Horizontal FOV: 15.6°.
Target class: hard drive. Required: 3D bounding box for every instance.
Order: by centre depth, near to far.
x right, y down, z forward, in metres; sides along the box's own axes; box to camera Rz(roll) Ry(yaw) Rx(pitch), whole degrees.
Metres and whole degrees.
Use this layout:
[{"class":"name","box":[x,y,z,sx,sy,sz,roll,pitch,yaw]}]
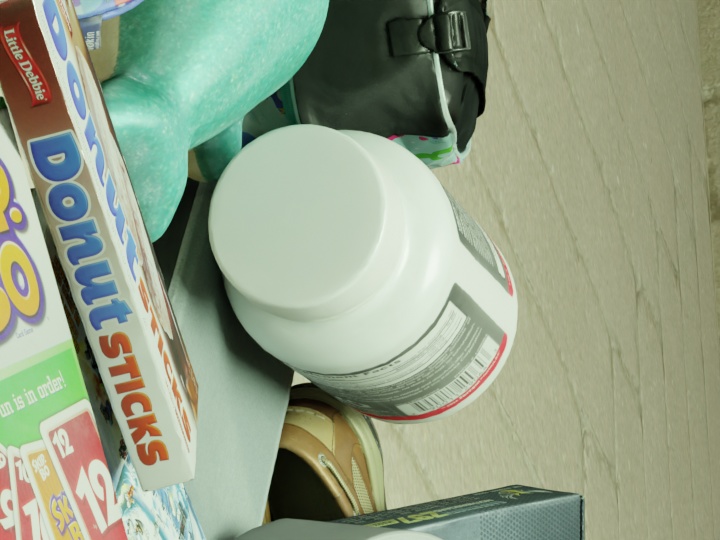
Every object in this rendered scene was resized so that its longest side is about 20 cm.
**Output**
[{"class":"hard drive","box":[-0.072,0.049,1.192,0.201,0.033,0.140,-80,157,-52]}]

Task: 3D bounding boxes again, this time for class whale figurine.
[{"class":"whale figurine","box":[-0.070,-0.103,1.131,0.201,0.103,0.160,-80,158,-49]}]

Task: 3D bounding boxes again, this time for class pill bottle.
[{"class":"pill bottle","box":[0.000,0.000,1.209,0.200,0.110,0.112,42,43,-69]}]

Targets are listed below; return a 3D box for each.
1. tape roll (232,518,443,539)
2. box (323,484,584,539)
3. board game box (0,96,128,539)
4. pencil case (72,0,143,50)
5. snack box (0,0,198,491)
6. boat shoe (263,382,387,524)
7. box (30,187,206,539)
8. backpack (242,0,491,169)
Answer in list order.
[{"class":"tape roll","box":[-0.011,0.209,1.127,0.200,0.066,0.202,-4,94,-53]},{"class":"box","box":[0.031,0.194,1.271,0.199,0.051,0.159,-4,96,-48]},{"class":"board game box","box":[-0.131,0.017,0.871,0.095,0.030,0.201,8,60,-64]},{"class":"pencil case","box":[-0.132,-0.185,0.983,0.086,0.078,0.201,-26,116,-28]},{"class":"snack box","box":[-0.098,-0.021,0.967,0.072,0.024,0.201,-92,168,-63]},{"class":"boat shoe","box":[-0.013,0.159,1.311,0.074,0.075,0.201,-48,121,-65]},{"class":"box","box":[-0.111,0.088,0.996,0.137,0.040,0.201,-81,159,-50]},{"class":"backpack","box":[-0.006,-0.129,1.308,0.200,0.149,0.179,8,73,-77]}]
